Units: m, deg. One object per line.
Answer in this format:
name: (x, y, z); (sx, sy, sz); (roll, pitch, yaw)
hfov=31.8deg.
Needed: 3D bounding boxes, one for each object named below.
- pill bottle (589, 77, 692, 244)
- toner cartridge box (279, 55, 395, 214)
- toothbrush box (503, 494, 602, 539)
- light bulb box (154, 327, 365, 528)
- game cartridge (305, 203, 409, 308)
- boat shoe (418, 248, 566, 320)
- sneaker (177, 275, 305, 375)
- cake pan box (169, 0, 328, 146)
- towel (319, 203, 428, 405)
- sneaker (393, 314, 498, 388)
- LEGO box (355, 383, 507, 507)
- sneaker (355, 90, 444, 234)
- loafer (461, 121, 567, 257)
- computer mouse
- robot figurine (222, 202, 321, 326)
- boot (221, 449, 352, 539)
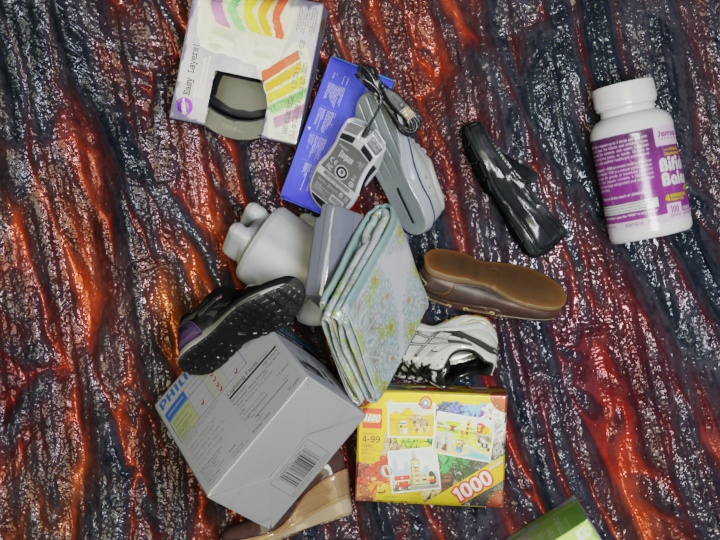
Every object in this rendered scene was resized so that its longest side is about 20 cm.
pill bottle: (0.360, -0.143, 1.647); (0.110, 0.112, 0.203); (-12, 91, 3)
toner cartridge box: (-0.030, -0.176, 1.703); (0.094, 0.043, 0.203); (21, 93, 1)
toothbrush box: (0.227, 0.395, 1.653); (0.199, 0.146, 0.087); (-35, 90, 4)
light bulb box: (-0.133, 0.181, 1.629); (0.199, 0.200, 0.124); (-49, 130, 4)
game cartridge: (0.000, 0.000, 1.629); (0.040, 0.199, 0.135); (9, 85, 32)
boat shoe: (0.173, 0.028, 1.691); (0.197, 0.071, 0.071); (17, 131, 6)
sneaker: (-0.159, 0.045, 1.594); (0.199, 0.076, 0.088); (-32, 48, 22)
cake pan box: (-0.152, -0.275, 1.704); (0.181, 0.052, 0.203); (13, 92, 5)
towel: (0.018, 0.044, 1.587); (0.047, 0.201, 0.173); (6, 136, 28)
sneaker: (0.085, 0.116, 1.671); (0.197, 0.088, 0.076); (-13, 130, 7)
LEGO box: (0.094, 0.231, 1.690); (0.196, 0.077, 0.152); (1, 92, 3)
sneaker: (0.053, -0.149, 1.675); (0.072, 0.071, 0.202); (-8, 112, 36)
loafer: (0.203, -0.114, 1.682); (0.070, 0.068, 0.202); (-33, 95, -4)
computer mouse: (-0.002, -0.160, 1.634); (0.109, 0.044, 0.201); (40, 123, 8)
robot figurine: (-0.086, -0.005, 1.676); (0.199, 0.113, 0.170); (35, 60, 2)
boot: (-0.116, 0.279, 1.721); (0.197, 0.072, 0.169); (-20, 79, 5)
